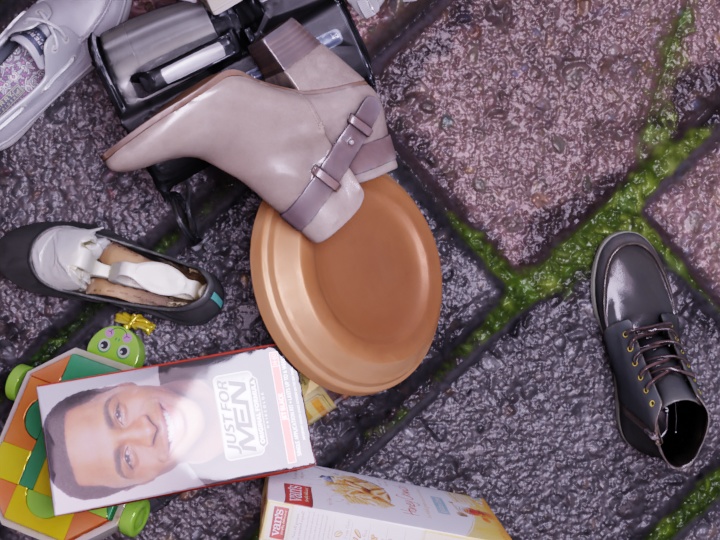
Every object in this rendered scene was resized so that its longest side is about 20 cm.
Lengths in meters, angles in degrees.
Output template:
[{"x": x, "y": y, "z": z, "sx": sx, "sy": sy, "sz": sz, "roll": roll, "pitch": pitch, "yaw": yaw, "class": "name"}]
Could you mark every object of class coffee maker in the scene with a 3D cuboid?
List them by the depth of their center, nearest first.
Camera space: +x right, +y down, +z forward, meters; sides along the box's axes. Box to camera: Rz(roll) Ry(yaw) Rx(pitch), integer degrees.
[{"x": -0.094, "y": -0.150, "z": 0.881, "sx": 0.199, "sy": 0.135, "sz": 0.193, "roll": -25, "pitch": 132, "yaw": -2, "class": "coffee maker"}]

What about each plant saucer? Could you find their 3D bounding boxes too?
[{"x": 0.000, "y": 0.000, "z": 0.869, "sx": 0.200, "sy": 0.037, "sz": 0.201, "roll": 13, "pitch": 70, "yaw": -40, "class": "plant saucer"}]

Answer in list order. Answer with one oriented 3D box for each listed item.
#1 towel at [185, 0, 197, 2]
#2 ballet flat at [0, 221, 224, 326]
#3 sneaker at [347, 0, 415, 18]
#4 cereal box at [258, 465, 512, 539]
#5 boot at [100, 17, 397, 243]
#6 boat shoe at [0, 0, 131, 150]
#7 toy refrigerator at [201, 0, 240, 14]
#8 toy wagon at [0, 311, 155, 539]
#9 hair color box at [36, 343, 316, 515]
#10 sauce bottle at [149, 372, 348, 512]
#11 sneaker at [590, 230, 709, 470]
[{"x": -0.120, "y": -0.269, "z": 0.745, "sx": 0.143, "sy": 0.023, "sz": 0.201, "roll": 17, "pitch": 63, "yaw": 24, "class": "towel"}, {"x": -0.211, "y": -0.005, "z": 0.897, "sx": 0.199, "sy": 0.068, "sz": 0.068, "roll": 12, "pitch": 76, "yaw": -5, "class": "ballet flat"}, {"x": 0.027, "y": -0.256, "z": 0.861, "sx": 0.075, "sy": 0.200, "sz": 0.082, "roll": -13, "pitch": 109, "yaw": 40, "class": "sneaker"}, {"x": 0.016, "y": 0.205, "z": 0.888, "sx": 0.199, "sy": 0.144, "sz": 0.040, "roll": 12, "pitch": 92, "yaw": -5, "class": "cereal box"}, {"x": -0.068, "y": -0.083, "z": 0.782, "sx": 0.200, "sy": 0.070, "sz": 0.147, "roll": -38, "pitch": 107, "yaw": -14, "class": "boot"}, {"x": -0.268, "y": -0.182, "z": 0.884, "sx": 0.200, "sy": 0.069, "sz": 0.072, "roll": -43, "pitch": 95, "yaw": -1, "class": "boat shoe"}, {"x": -0.142, "y": -0.286, "z": 0.825, "sx": 0.070, "sy": 0.076, "sz": 0.200, "roll": -32, "pitch": 53, "yaw": -9, "class": "toy refrigerator"}, {"x": -0.230, "y": 0.126, "z": 0.893, "sx": 0.154, "sy": 0.040, "sz": 0.201, "roll": 17, "pitch": 78, "yaw": 14, "class": "toy wagon"}, {"x": -0.142, "y": 0.124, "z": 0.837, "sx": 0.199, "sy": 0.061, "sz": 0.102, "roll": -10, "pitch": 81, "yaw": -9, "class": "hair color box"}, {"x": -0.104, "y": 0.136, "z": 0.917, "sx": 0.200, "sy": 0.066, "sz": 0.066, "roll": -34, "pitch": 95, "yaw": 2, "class": "sauce bottle"}, {"x": 0.255, "y": 0.065, "z": 0.915, "sx": 0.074, "sy": 0.106, "sz": 0.201, "roll": -12, "pitch": 94, "yaw": -3, "class": "sneaker"}]
